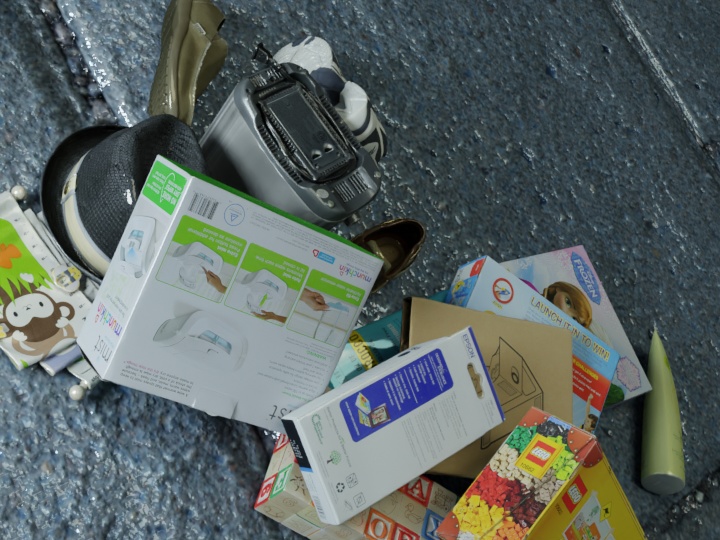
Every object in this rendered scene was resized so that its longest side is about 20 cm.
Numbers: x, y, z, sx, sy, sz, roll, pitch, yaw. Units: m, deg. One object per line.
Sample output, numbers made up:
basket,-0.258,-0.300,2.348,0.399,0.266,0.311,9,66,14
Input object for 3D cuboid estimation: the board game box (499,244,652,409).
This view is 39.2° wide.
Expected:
board game box,0.234,0.078,1.198,0.198,0.041,0.202,-12,72,-40

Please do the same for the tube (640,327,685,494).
tube,0.368,0.171,1.236,0.051,0.058,0.201,19,51,-9

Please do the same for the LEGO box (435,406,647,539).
LEGO box,0.175,0.250,0.928,0.149,0.077,0.201,-47,129,-18

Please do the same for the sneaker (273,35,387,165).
sneaker,-0.030,-0.172,1.140,0.079,0.130,0.199,-35,45,-11

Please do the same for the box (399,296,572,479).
box,0.124,0.121,0.986,0.198,0.021,0.165,13,71,-25

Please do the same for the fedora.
fedora,-0.191,-0.074,0.923,0.199,0.092,0.202,25,44,-26

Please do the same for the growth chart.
growth chart,-0.277,0.019,0.871,0.200,0.018,0.145,43,47,-6

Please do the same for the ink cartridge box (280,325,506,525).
ink cartridge box,0.033,0.132,0.895,0.199,0.039,0.100,-24,95,-29

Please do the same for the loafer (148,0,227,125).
loafer,-0.174,-0.219,1.052,0.067,0.076,0.202,15,55,-21

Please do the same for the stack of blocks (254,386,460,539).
stack of blocks,0.013,0.209,0.941,0.199,0.059,0.116,34,48,-16

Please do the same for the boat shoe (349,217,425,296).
boat shoe,-0.004,-0.005,1.049,0.075,0.075,0.202,51,46,1

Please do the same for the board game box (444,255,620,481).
board game box,0.155,0.123,1.050,0.199,0.056,0.197,35,63,-16

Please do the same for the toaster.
toaster,-0.083,-0.110,1.017,0.201,0.129,0.113,53,45,1

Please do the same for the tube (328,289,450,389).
tube,0.032,0.078,1.051,0.199,0.050,0.078,-26,72,-36

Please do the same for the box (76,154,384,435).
box,-0.108,0.028,0.861,0.199,0.097,0.178,22,95,-33
